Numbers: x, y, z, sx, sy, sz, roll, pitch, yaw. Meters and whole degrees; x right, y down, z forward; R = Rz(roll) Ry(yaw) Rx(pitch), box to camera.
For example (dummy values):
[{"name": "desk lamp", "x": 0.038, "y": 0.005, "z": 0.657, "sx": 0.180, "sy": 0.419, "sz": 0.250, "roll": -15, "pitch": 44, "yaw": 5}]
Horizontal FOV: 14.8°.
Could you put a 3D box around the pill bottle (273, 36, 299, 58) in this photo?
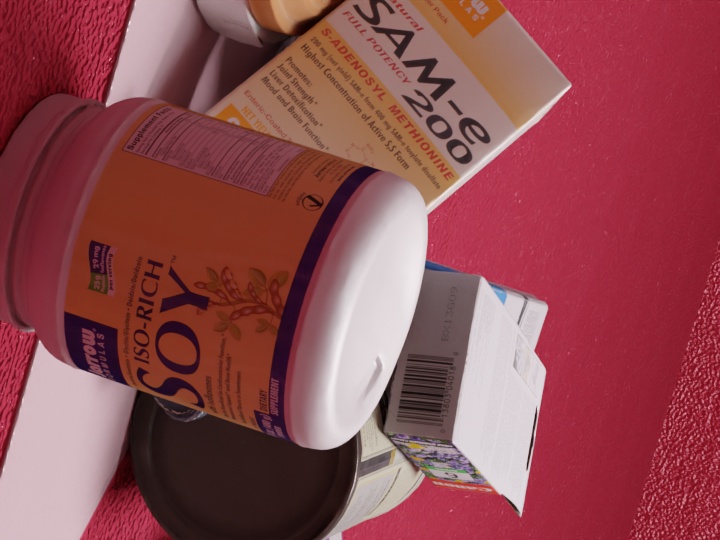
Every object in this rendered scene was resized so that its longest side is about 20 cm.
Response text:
[{"name": "pill bottle", "x": -0.012, "y": -0.087, "z": 1.719, "sx": 0.120, "sy": 0.119, "sz": 0.200, "roll": 86, "pitch": 27, "yaw": -54}]

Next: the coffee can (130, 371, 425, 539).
[{"name": "coffee can", "x": -0.043, "y": 0.102, "z": 1.768, "sx": 0.200, "sy": 0.146, "sz": 0.147, "roll": -9, "pitch": 116, "yaw": -73}]

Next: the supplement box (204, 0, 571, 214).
[{"name": "supplement box", "x": 0.006, "y": -0.086, "z": 1.614, "sx": 0.200, "sy": 0.126, "sz": 0.074, "roll": -41, "pitch": 179, "yaw": -18}]

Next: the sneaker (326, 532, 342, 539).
[{"name": "sneaker", "x": -0.067, "y": 0.220, "z": 1.868, "sx": 0.200, "sy": 0.099, "sz": 0.075, "roll": -76, "pitch": 142, "yaw": -65}]

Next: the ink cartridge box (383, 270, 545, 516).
[{"name": "ink cartridge box", "x": 0.071, "y": 0.083, "z": 1.797, "sx": 0.200, "sy": 0.050, "sz": 0.109, "roll": 51, "pitch": 47, "yaw": -66}]

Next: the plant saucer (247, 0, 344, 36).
[{"name": "plant saucer", "x": -0.012, "y": -0.230, "z": 1.584, "sx": 0.200, "sy": 0.032, "sz": 0.201, "roll": 19, "pitch": 90, "yaw": -75}]

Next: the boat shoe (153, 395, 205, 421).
[{"name": "boat shoe", "x": -0.108, "y": 0.011, "z": 1.574, "sx": 0.062, "sy": 0.075, "sz": 0.201, "roll": -57, "pitch": 157, "yaw": -48}]

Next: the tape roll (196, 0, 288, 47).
[{"name": "tape roll", "x": -0.041, "y": -0.231, "z": 1.610, "sx": 0.203, "sy": 0.037, "sz": 0.204, "roll": 19, "pitch": 90, "yaw": -75}]

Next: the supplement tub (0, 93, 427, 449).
[{"name": "supplement tub", "x": -0.080, "y": -0.004, "z": 1.417, "sx": 0.145, "sy": 0.199, "sz": 0.146, "roll": 17, "pitch": 90, "yaw": -75}]

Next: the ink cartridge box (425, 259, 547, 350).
[{"name": "ink cartridge box", "x": 0.037, "y": 0.033, "z": 1.972, "sx": 0.200, "sy": 0.145, "sz": 0.084, "roll": 16, "pitch": 92, "yaw": -75}]
